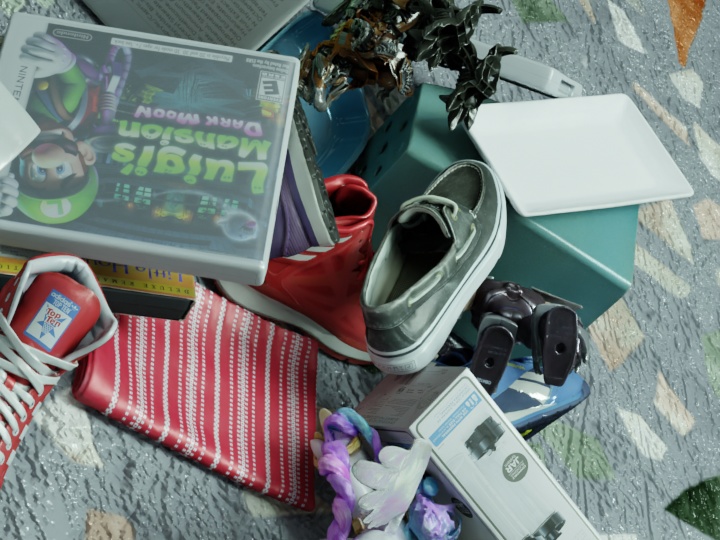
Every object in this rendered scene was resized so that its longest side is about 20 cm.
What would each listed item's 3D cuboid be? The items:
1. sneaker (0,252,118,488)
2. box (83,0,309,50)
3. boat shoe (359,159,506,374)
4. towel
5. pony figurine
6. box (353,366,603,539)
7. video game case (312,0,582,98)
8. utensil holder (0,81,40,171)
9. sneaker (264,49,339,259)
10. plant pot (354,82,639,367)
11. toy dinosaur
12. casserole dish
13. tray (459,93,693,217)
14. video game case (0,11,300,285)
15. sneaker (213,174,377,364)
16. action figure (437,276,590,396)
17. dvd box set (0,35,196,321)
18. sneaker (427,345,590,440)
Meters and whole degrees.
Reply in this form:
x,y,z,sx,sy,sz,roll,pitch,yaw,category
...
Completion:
x,y,z,sx,sy,sz,roll,pitch,yaw,category
-0.206,0.070,1.210,0.071,0.112,0.201,35,38,-21,sneaker
-0.110,-0.274,1.567,0.200,0.171,0.199,47,36,-10,box
0.054,-0.018,1.465,0.201,0.071,0.071,-67,152,-42,boat shoe
-0.106,0.067,1.407,0.199,0.022,0.146,30,42,-29,towel
0.006,0.186,1.343,0.201,0.166,0.193,60,13,4,pony figurine
0.088,0.159,1.437,0.060,0.116,0.200,-44,107,-19,box
0.074,-0.180,1.680,0.198,0.022,0.182,21,5,12,video game case
-0.306,-0.103,1.200,0.200,0.170,0.170,47,35,-9,utensil holder
-0.077,-0.080,1.432,0.201,0.087,0.076,-105,174,-53,sneaker
0.097,-0.045,1.640,0.199,0.141,0.142,33,39,-16,plant pot
0.041,-0.188,1.547,0.102,0.201,0.136,25,15,-48,toy dinosaur
-0.053,-0.119,1.590,0.122,0.039,0.200,65,30,-18,casserole dish
0.163,-0.086,1.610,0.199,0.022,0.108,-8,59,-42,tray
-0.147,-0.082,1.351,0.198,0.023,0.183,9,53,-2,video game case
0.000,0.000,1.502,0.199,0.115,0.079,15,49,-39,sneaker
0.107,0.043,1.509,0.129,0.070,0.200,3,8,-1,action figure
-0.187,-0.064,1.386,0.145,0.029,0.201,7,52,-23,dvd box set
0.103,0.091,1.581,0.199,0.074,0.083,-7,63,-52,sneaker
